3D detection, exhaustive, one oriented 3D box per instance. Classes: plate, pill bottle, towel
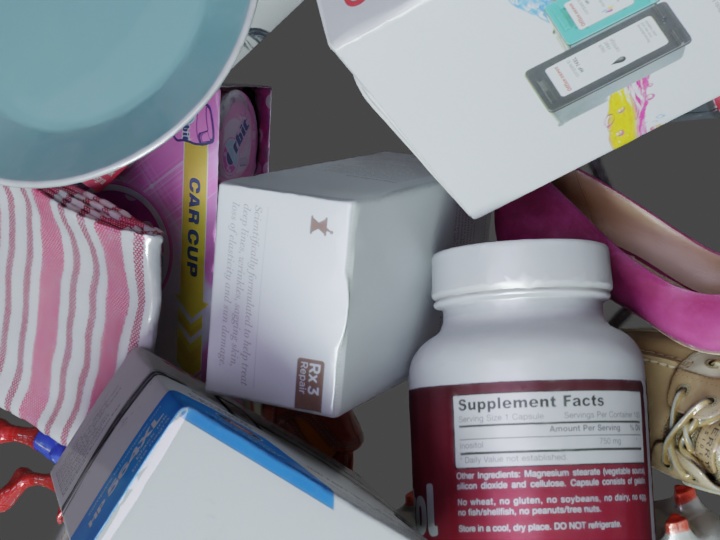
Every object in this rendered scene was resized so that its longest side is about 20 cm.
[{"bbox_3d":[-0.135,-0.131,0.858,0.200,0.026,0.201,-6,73,18],"label":"plate"},{"bbox_3d":[0.080,0.090,0.838,0.113,0.113,0.200,-5,82,23],"label":"pill bottle"},{"bbox_3d":[-0.182,0.015,0.957,0.200,0.030,0.147,26,120,36],"label":"towel"}]

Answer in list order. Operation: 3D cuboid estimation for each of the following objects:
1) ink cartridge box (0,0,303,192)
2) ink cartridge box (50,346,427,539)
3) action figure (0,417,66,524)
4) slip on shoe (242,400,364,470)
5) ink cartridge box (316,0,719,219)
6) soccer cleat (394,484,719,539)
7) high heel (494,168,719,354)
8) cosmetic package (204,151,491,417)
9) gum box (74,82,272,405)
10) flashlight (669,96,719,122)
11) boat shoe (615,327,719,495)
[{"bbox_3d":[-0.117,-0.165,0.923,0.200,0.084,0.145,-42,63,5],"label":"ink cartridge box"},{"bbox_3d":[-0.055,0.114,0.817,0.146,0.200,0.084,32,88,-14],"label":"ink cartridge box"},{"bbox_3d":[-0.149,0.134,0.982,0.200,0.099,0.065,0,125,35],"label":"action figure"},{"bbox_3d":[-0.027,0.079,0.967,0.061,0.074,0.200,2,103,17],"label":"slip on shoe"},{"bbox_3d":[0.090,-0.153,0.808,0.200,0.146,0.147,-27,50,15],"label":"ink cartridge box"},{"bbox_3d":[0.095,0.155,0.929,0.200,0.069,0.078,-3,114,26],"label":"soccer cleat"},{"bbox_3d":[0.159,-0.014,0.881,0.200,0.067,0.096,5,108,35],"label":"high heel"},{"bbox_3d":[0.000,0.000,0.874,0.074,0.200,0.102,9,99,22],"label":"cosmetic package"},{"bbox_3d":[-0.117,-0.006,0.994,0.113,0.066,0.200,6,98,23],"label":"gum box"},{"bbox_3d":[0.145,-0.103,0.880,0.200,0.068,0.068,-2,106,27],"label":"flashlight"},{"bbox_3d":[0.179,0.074,0.883,0.200,0.065,0.071,11,101,21],"label":"boat shoe"}]
